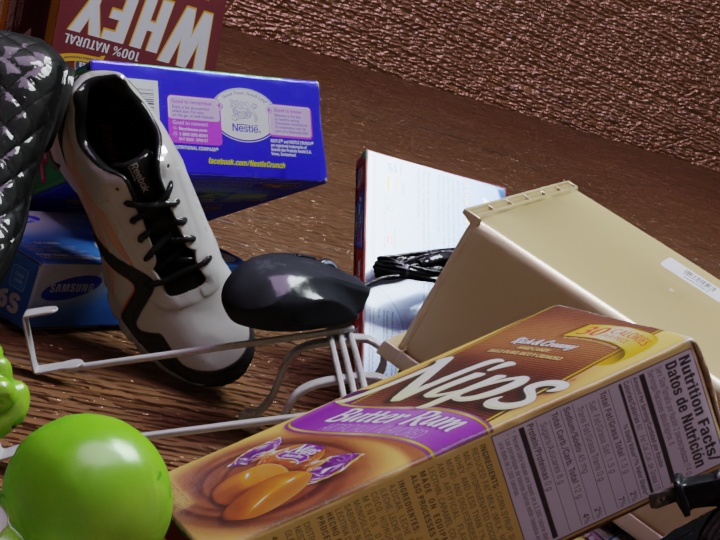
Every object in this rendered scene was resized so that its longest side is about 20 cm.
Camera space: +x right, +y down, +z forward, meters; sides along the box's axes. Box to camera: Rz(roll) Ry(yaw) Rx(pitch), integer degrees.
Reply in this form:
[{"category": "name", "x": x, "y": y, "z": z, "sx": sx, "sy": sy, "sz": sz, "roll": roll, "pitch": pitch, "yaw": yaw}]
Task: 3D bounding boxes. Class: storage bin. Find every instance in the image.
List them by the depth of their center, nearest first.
[{"category": "storage bin", "x": 0.149, "y": 0.046, "z": 0.839, "sx": 0.200, "sy": 0.094, "sz": 0.198, "roll": 34, "pitch": 21, "yaw": 18}]

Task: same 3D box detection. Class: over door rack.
[{"category": "over door rack", "x": -0.081, "y": 0.072, "z": 0.766, "sx": 0.200, "sy": 0.067, "sz": 0.148, "roll": 4, "pitch": 13, "yaw": -6}]

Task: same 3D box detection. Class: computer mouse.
[{"category": "computer mouse", "x": 0.000, "y": 0.000, "z": 0.867, "sx": 0.059, "sy": 0.034, "sz": 0.200, "roll": 17, "pitch": 19, "yaw": 37}]

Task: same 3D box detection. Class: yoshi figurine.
[{"category": "yoshi figurine", "x": -0.143, "y": 0.072, "z": 0.557, "sx": 0.200, "sy": 0.112, "sz": 0.112, "roll": 30, "pitch": 13, "yaw": 32}]

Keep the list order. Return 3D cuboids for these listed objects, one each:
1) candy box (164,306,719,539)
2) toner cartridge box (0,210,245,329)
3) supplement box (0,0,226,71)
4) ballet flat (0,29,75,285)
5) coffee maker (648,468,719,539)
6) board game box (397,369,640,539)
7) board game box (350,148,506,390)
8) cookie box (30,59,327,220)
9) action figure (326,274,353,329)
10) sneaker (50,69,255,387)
[{"category": "candy box", "x": 0.025, "y": 0.079, "z": 0.594, "sx": 0.200, "sy": 0.057, "sz": 0.117, "roll": -21, "pitch": 11, "yaw": -17}, {"category": "toner cartridge box", "x": -0.167, "y": -0.002, "z": 0.972, "sx": 0.095, "sy": 0.043, "sz": 0.200, "roll": 25, "pitch": 13, "yaw": 31}, {"category": "supplement box", "x": -0.208, "y": -0.198, "z": 1.245, "sx": 0.133, "sy": 0.198, "sz": 0.200, "roll": 12, "pitch": -10, "yaw": -26}, {"category": "ballet flat", "x": -0.203, "y": -0.037, "z": 0.803, "sx": 0.057, "sy": 0.200, "sz": 0.066, "roll": 21, "pitch": -28, "yaw": -17}, {"category": "coffee maker", "x": 0.162, "y": 0.138, "z": 0.527, "sx": 0.134, "sy": 0.192, "sz": 0.200, "roll": -2, "pitch": 7, "yaw": 8}, {"category": "board game box", "x": 0.108, "y": 0.121, "z": 0.813, "sx": 0.135, "sy": 0.035, "sz": 0.200, "roll": 13, "pitch": 22, "yaw": -25}, {"category": "board game box", "x": 0.045, "y": 0.022, "z": 0.943, "sx": 0.103, "sy": 0.019, "sz": 0.200, "roll": 14, "pitch": 56, "yaw": -18}, {"category": "cookie box", "x": -0.148, "y": -0.080, "z": 1.037, "sx": 0.171, "sy": 0.075, "sz": 0.200, "roll": 1, "pitch": -8, "yaw": -35}, {"category": "action figure", "x": 0.071, "y": 0.026, "z": 1.076, "sx": 0.200, "sy": 0.105, "sz": 0.194, "roll": 15, "pitch": 23, "yaw": -1}, {"category": "sneaker", "x": -0.121, "y": -0.024, "z": 0.866, "sx": 0.074, "sy": 0.200, "sz": 0.080, "roll": -29, "pitch": -1, "yaw": -16}]
